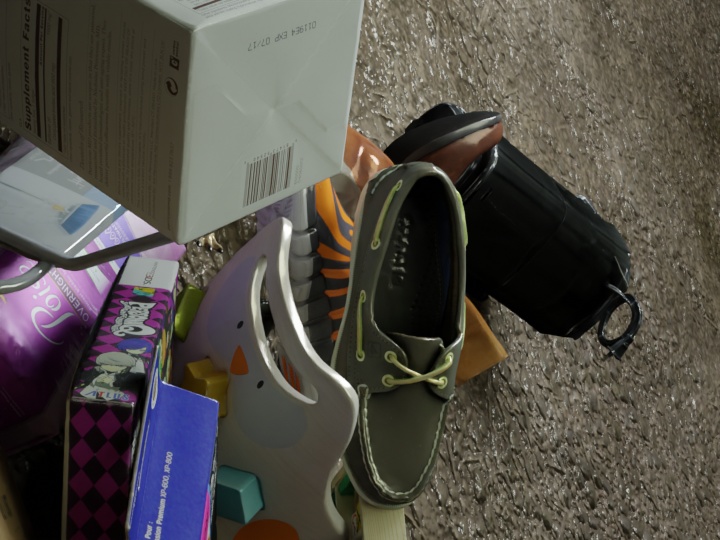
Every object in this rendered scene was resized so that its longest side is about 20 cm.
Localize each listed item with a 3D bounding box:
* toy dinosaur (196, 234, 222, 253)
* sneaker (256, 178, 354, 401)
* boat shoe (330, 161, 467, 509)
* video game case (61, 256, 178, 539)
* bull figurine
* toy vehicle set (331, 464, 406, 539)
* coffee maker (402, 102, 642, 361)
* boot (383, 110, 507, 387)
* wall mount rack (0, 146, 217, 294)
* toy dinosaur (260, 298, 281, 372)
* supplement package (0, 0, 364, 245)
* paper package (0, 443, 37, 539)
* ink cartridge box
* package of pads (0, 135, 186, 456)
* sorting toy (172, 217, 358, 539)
[{"bbox_3d":[-0.107,-0.068,1.010,0.200,0.058,0.102,-132,-122,-72],"label":"toy dinosaur"},{"bbox_3d":[0.000,0.000,0.963,0.078,0.111,0.201,-128,-152,-54],"label":"sneaker"},{"bbox_3d":[0.025,0.037,0.883,0.072,0.060,0.203,4,86,-16],"label":"boat shoe"},{"bbox_3d":[-0.125,0.118,0.795,0.181,0.036,0.201,-91,-174,-70],"label":"video game case"},{"bbox_3d":[-0.054,-0.089,1.098,0.199,0.065,0.122,31,46,-19],"label":"bull figurine"},{"bbox_3d":[-0.006,0.201,0.976,0.026,0.200,0.125,1,66,-13],"label":"toy vehicle set"},{"bbox_3d":[0.136,-0.039,1.324,0.200,0.192,0.135,32,87,-35],"label":"coffee maker"},{"bbox_3d":[0.069,-0.006,1.216,0.201,0.188,0.068,59,-13,-18],"label":"boot"},{"bbox_3d":[-0.130,-0.053,0.794,0.200,0.173,0.075,-51,160,-53],"label":"wall mount rack"},{"bbox_3d":[-0.035,0.088,1.086,0.200,0.101,0.137,-48,141,-72],"label":"toy dinosaur"},{"bbox_3d":[-0.110,-0.119,0.737,0.113,0.200,0.110,-26,138,-40],"label":"supplement package"},{"bbox_3d":[-0.210,0.098,0.656,0.200,0.103,0.192,180,-111,-82],"label":"paper package"},{"bbox_3d":[-0.091,0.131,0.754,0.201,0.037,0.095,94,0,-54],"label":"ink cartridge box"},{"bbox_3d":[-0.184,-0.001,0.871,0.121,0.075,0.200,56,33,-20],"label":"package of pads"},{"bbox_3d":[-0.062,0.065,0.900,0.106,0.180,0.201,-5,62,-33],"label":"sorting toy"}]
